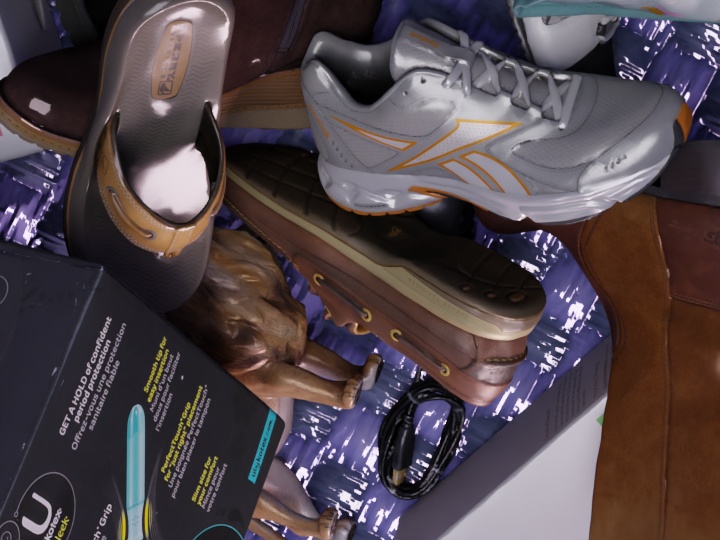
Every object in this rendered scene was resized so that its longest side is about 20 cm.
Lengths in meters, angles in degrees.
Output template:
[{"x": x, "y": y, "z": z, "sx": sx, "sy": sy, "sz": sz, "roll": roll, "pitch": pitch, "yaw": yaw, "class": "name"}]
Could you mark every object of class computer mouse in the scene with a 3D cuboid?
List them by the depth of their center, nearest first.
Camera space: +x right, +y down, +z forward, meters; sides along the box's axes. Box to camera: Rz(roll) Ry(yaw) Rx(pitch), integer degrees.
[{"x": 0.029, "y": 0.030, "z": 1.560, "sx": 0.058, "sy": 0.034, "sz": 0.201, "roll": 2, "pitch": 111, "yaw": 5, "class": "computer mouse"}]

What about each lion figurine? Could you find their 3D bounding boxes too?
[{"x": -0.057, "y": 0.075, "z": 1.569, "sx": 0.122, "sy": 0.072, "sz": 0.201, "roll": 17, "pitch": 117, "yaw": 13, "class": "lion figurine"}]

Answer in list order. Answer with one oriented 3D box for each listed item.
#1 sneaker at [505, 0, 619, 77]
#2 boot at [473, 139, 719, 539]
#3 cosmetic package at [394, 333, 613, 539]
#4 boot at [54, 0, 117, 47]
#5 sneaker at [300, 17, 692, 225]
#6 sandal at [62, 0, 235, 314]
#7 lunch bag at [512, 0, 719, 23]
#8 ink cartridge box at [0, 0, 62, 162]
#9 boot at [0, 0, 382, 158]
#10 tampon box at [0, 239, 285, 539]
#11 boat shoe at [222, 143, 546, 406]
[{"x": 0.111, "y": -0.159, "z": 1.459, "sx": 0.088, "sy": 0.074, "sz": 0.201, "roll": -13, "pitch": 108, "yaw": 14, "class": "sneaker"}, {"x": 0.128, "y": 0.041, "z": 1.469, "sx": 0.188, "sy": 0.068, "sz": 0.201, "roll": -1, "pitch": 86, "yaw": 36, "class": "boot"}, {"x": 0.120, "y": 0.119, "z": 1.555, "sx": 0.108, "sy": 0.085, "sz": 0.200, "roll": 43, "pitch": 108, "yaw": -10, "class": "cosmetic package"}, {"x": -0.083, "y": -0.209, "z": 1.463, "sx": 0.157, "sy": 0.080, "sz": 0.212, "roll": -4, "pitch": 117, "yaw": 1, "class": "boot"}, {"x": 0.056, "y": -0.077, "z": 1.423, "sx": 0.199, "sy": 0.076, "sz": 0.092, "roll": -2, "pitch": 131, "yaw": 27, "class": "sneaker"}, {"x": -0.089, "y": -0.051, "z": 1.419, "sx": 0.081, "sy": 0.055, "sz": 0.201, "roll": -10, "pitch": 134, "yaw": -30, "class": "sandal"}, {"x": 0.172, "y": -0.200, "z": 1.381, "sx": 0.199, "sy": 0.122, "sz": 0.171, "roll": 0, "pitch": 84, "yaw": -16, "class": "lunch bag"}, {"x": -0.263, "y": -0.113, "z": 1.517, "sx": 0.199, "sy": 0.084, "sz": 0.146, "roll": -14, "pitch": 108, "yaw": 12, "class": "ink cartridge box"}, {"x": -0.074, "y": -0.138, "z": 1.447, "sx": 0.199, "sy": 0.072, "sz": 0.167, "roll": -7, "pitch": 133, "yaw": -33, "class": "boot"}, {"x": -0.152, "y": 0.090, "z": 1.447, "sx": 0.126, "sy": 0.200, "sz": 0.150, "roll": 12, "pitch": 72, "yaw": 30, "class": "tampon box"}, {"x": 0.001, "y": 0.000, "z": 1.498, "sx": 0.200, "sy": 0.072, "sz": 0.068, "roll": 32, "pitch": 120, "yaw": 29, "class": "boat shoe"}]
